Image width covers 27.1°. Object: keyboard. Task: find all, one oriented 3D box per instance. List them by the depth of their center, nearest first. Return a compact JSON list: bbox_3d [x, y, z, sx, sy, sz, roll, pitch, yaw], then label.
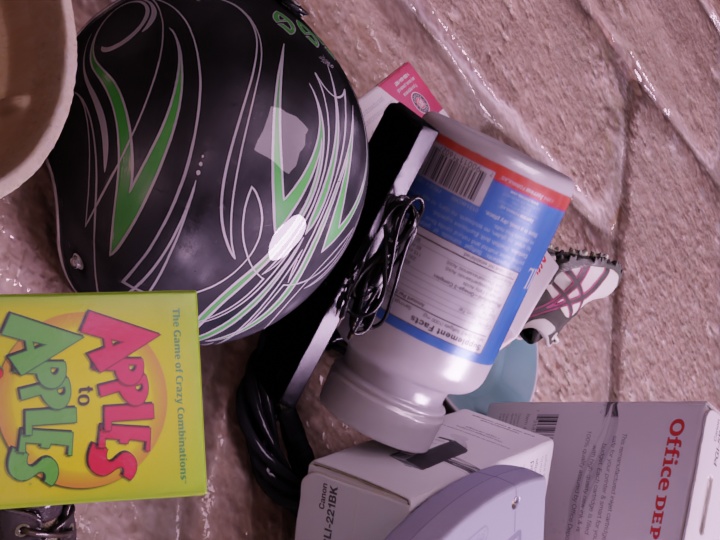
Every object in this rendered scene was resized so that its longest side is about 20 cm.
[{"bbox_3d":[0.000,0.000,0.928,0.039,0.202,0.104,23,12,-22],"label":"keyboard"}]

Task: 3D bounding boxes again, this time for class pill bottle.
[{"bbox_3d":[0.049,0.010,0.970,0.112,0.112,0.202,14,104,-52],"label":"pill bottle"}]

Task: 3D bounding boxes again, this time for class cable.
[{"bbox_3d":[-0.006,0.107,1.049,0.199,0.050,0.165,35,49,-43],"label":"cable"}]

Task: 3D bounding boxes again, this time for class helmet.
[{"bbox_3d":[-0.090,-0.057,0.893,0.199,0.199,0.192,24,40,-48],"label":"helmet"}]

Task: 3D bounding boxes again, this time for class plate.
[{"bbox_3d":[0.086,0.037,1.234,0.199,0.025,0.203,27,55,-48],"label":"plate"}]

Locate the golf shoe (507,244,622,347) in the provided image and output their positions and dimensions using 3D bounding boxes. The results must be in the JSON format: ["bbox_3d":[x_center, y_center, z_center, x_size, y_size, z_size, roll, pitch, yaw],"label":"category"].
[{"bbox_3d":[0.156,0.019,1.273,0.199,0.076,0.089,4,92,-52],"label":"golf shoe"}]

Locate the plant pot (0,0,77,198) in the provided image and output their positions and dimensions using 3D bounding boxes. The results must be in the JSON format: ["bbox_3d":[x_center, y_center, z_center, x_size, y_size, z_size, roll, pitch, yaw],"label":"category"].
[{"bbox_3d":[-0.259,-0.098,0.656,0.200,0.182,0.203,27,54,-46],"label":"plant pot"}]

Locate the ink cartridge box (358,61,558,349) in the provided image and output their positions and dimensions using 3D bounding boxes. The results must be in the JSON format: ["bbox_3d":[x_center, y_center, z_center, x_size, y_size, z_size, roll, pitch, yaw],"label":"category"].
[{"bbox_3d":[0.045,-0.035,1.101,0.201,0.084,0.145,53,29,-5],"label":"ink cartridge box"}]

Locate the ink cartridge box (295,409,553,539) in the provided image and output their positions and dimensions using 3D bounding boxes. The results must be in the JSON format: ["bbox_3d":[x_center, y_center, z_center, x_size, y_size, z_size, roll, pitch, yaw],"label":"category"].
[{"bbox_3d":[0.042,0.188,1.009,0.199,0.083,0.146,-9,110,-55],"label":"ink cartridge box"}]

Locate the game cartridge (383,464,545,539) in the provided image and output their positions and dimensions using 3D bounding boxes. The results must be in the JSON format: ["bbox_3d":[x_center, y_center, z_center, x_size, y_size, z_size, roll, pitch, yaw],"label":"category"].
[{"bbox_3d":[0.052,0.204,0.921,0.199,0.040,0.135,-28,128,-49],"label":"game cartridge"}]

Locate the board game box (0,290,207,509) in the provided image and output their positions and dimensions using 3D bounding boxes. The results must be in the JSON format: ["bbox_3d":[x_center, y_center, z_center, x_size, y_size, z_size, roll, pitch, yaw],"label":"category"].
[{"bbox_3d":[-0.178,0.065,0.727,0.197,0.048,0.103,-1,82,-21],"label":"board game box"}]

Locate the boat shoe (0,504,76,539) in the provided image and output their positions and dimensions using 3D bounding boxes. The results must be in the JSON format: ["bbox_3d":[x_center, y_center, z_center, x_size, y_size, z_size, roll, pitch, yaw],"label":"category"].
[{"bbox_3d":[-0.182,0.123,0.776,0.073,0.064,0.202,-32,103,-57],"label":"boat shoe"}]

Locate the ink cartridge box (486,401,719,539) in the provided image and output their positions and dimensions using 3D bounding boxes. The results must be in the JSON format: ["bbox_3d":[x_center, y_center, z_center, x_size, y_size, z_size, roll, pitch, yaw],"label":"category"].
[{"bbox_3d":[0.182,0.181,1.131,0.083,0.198,0.148,38,60,-40],"label":"ink cartridge box"}]
